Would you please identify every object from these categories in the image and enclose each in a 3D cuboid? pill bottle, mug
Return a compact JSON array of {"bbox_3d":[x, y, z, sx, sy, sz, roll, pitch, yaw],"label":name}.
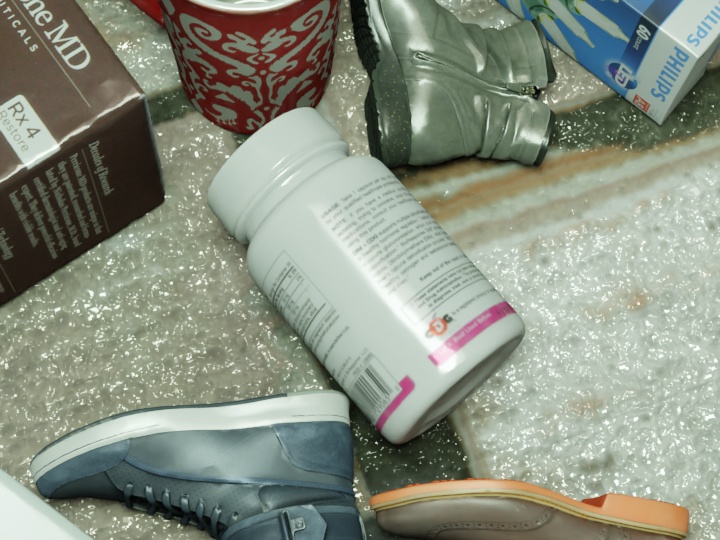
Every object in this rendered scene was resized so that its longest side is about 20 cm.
[{"bbox_3d":[0.000,0.000,0.914,0.113,0.113,0.200,-38,77,-14],"label":"pill bottle"},{"bbox_3d":[-0.084,-0.192,0.931,0.133,0.200,0.178,-42,77,-14],"label":"mug"}]

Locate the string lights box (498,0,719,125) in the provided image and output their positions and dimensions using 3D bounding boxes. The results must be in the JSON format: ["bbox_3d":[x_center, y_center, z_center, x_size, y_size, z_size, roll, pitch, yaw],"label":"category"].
[{"bbox_3d":[0.156,-0.201,0.995,0.200,0.103,0.059,40,72,11],"label":"string lights box"}]

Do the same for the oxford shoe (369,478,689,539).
[{"bbox_3d":[0.102,0.169,0.886,0.199,0.071,0.073,6,76,0],"label":"oxford shoe"}]

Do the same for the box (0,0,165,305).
[{"bbox_3d":[-0.253,-0.083,0.905,0.200,0.164,0.166,-35,76,-13],"label":"box"}]

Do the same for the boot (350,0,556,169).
[{"bbox_3d":[0.064,-0.164,1.006,0.130,0.068,0.201,-5,79,-9],"label":"boot"}]

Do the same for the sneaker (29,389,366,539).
[{"bbox_3d":[-0.095,0.158,0.876,0.201,0.077,0.147,-7,69,-6],"label":"sneaker"}]

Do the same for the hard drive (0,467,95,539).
[{"bbox_3d":[-0.201,0.211,0.853,0.200,0.026,0.132,39,72,-7],"label":"hard drive"}]
